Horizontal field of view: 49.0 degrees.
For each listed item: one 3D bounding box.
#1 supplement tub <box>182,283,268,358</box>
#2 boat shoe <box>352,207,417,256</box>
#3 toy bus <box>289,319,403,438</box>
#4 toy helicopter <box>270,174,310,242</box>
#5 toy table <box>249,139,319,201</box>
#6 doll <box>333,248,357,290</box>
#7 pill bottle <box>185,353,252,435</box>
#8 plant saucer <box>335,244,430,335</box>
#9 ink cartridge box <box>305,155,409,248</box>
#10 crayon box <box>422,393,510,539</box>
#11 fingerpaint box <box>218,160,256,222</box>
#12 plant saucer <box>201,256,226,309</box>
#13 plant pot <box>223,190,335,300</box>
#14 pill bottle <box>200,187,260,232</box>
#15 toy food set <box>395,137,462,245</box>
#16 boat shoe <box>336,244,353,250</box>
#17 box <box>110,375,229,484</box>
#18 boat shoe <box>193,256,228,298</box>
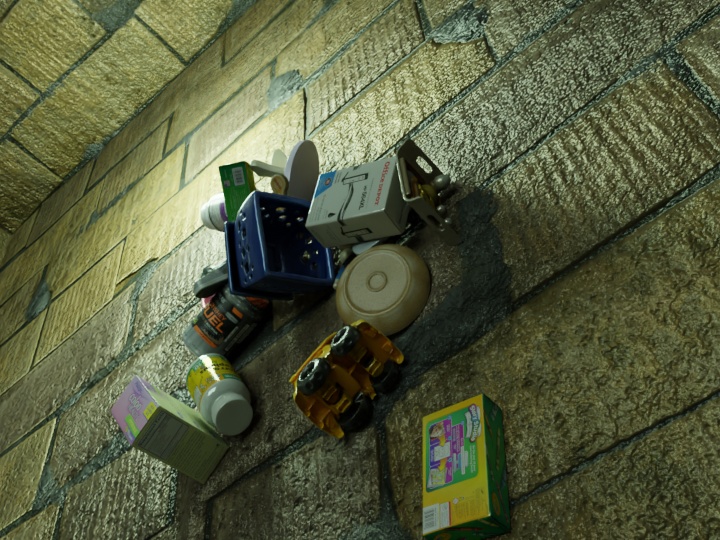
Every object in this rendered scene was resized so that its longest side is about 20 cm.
[{"bbox_3d":[-0.315,0.118,1.861,0.200,0.122,0.123,-48,33,3],"label":"supplement tub"},{"bbox_3d":[0.067,-0.096,1.656,0.200,0.057,0.068,-47,41,-5],"label":"boat shoe"},{"bbox_3d":[-0.036,0.182,1.482,0.201,0.135,0.192,-49,17,-1],"label":"toy bus"},{"bbox_3d":[-0.179,-0.131,1.914,0.130,0.079,0.204,-2,99,29],"label":"toy helicopter"},{"bbox_3d":[-0.188,-0.232,2.021,0.115,0.185,0.203,-2,53,29],"label":"toy table"},{"bbox_3d":[0.000,0.000,1.662,0.136,0.049,0.200,-38,32,-4],"label":"doll"},{"bbox_3d":[-0.302,0.269,1.709,0.113,0.113,0.200,-50,33,-1],"label":"pill bottle"},{"bbox_3d":[0.037,0.029,1.539,0.197,0.036,0.203,-11,59,18],"label":"plant saucer"},{"bbox_3d":[0.000,-0.141,1.637,0.197,0.084,0.148,-10,51,32],"label":"ink cartridge box"},{"bbox_3d":[0.155,0.298,1.185,0.118,0.058,0.202,-27,40,31],"label":"crayon box"},{"bbox_3d":[-0.298,-0.166,1.998,0.072,0.204,0.167,-10,5,0],"label":"fingerpaint box"},{"bbox_3d":[-0.323,0.035,2.017,0.199,0.051,0.203,-31,38,27],"label":"plant saucer"},{"bbox_3d":[-0.193,-0.039,1.765,0.179,0.198,0.204,-28,64,43],"label":"plant pot"},{"bbox_3d":[-0.359,-0.166,2.197,0.198,0.111,0.113,-7,52,47],"label":"pill bottle"},{"bbox_3d":[0.142,-0.158,1.565,0.060,0.143,0.202,-33,36,22],"label":"toy food set"},{"bbox_3d":[-0.018,-0.130,1.802,0.065,0.071,0.203,-23,46,57],"label":"boat shoe"},{"bbox_3d":[-0.408,0.339,1.688,0.097,0.200,0.175,-53,34,-7],"label":"box"},{"bbox_3d":[-0.337,0.005,1.875,0.074,0.065,0.202,-44,-2,35],"label":"boat shoe"}]
